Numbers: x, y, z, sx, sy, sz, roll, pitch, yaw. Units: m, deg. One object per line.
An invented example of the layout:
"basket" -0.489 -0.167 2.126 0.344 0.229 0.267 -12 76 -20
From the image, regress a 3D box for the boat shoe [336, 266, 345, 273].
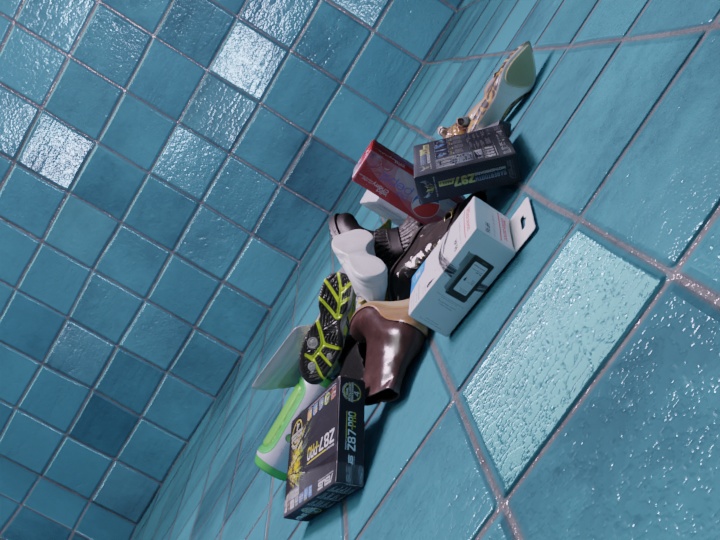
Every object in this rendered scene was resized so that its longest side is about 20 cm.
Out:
"boat shoe" 0.003 0.008 1.560 0.071 0.064 0.200 -1 35 24

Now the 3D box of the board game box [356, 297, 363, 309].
"board game box" 0.010 0.065 1.626 0.135 0.034 0.200 -51 12 41

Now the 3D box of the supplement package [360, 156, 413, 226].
"supplement package" 0.087 -0.168 1.711 0.110 0.114 0.200 -60 11 -2

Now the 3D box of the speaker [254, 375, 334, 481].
"speaker" -0.115 0.283 1.450 0.200 0.088 0.088 -60 10 -4

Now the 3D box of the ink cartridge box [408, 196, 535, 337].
"ink cartridge box" 0.149 -0.021 1.075 0.200 0.068 0.116 -54 11 25

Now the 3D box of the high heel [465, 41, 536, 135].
"high heel" 0.250 -0.320 1.448 0.143 0.071 0.200 -9 59 70

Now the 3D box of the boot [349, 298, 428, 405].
"boot" 0.021 0.128 1.209 0.200 0.072 0.166 -24 36 53

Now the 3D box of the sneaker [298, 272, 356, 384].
"sneaker" -0.046 0.106 1.377 0.200 0.075 0.076 -70 -23 -7

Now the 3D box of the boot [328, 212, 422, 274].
"boot" 0.041 -0.064 1.447 0.158 0.079 0.211 -35 49 9

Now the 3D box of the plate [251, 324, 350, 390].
"plate" -0.082 0.166 1.492 0.200 0.199 0.032 -52 55 37

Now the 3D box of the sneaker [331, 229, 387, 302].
"sneaker" 0.000 0.000 1.339 0.200 0.075 0.089 -113 12 -60

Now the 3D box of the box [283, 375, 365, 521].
"box" -0.054 0.270 1.172 0.200 0.049 0.161 132 145 -50

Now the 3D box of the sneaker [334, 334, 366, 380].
"sneaker" 0.001 0.153 1.348 0.104 0.060 0.200 -52 15 28

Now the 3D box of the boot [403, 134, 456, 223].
"boot" 0.147 -0.142 1.498 0.200 0.064 0.186 -57 9 28

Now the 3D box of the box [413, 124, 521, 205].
"box" 0.164 -0.172 1.251 0.158 0.051 0.200 -12 21 8

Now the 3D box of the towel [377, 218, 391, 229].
"towel" 0.014 -0.040 1.696 0.200 0.018 0.086 -41 -37 -52

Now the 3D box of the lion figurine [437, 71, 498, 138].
"lion figurine" 0.240 -0.317 1.564 0.200 0.072 0.122 -42 1 13

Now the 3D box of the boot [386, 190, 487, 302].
"boot" 0.125 -0.033 1.250 0.174 0.069 0.200 -34 31 57

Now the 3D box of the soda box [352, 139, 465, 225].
"soda box" 0.086 -0.143 1.373 0.070 0.200 0.063 -55 11 25

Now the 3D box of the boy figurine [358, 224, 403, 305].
"boy figurine" 0.053 0.011 1.490 0.124 0.064 0.200 -40 19 55
